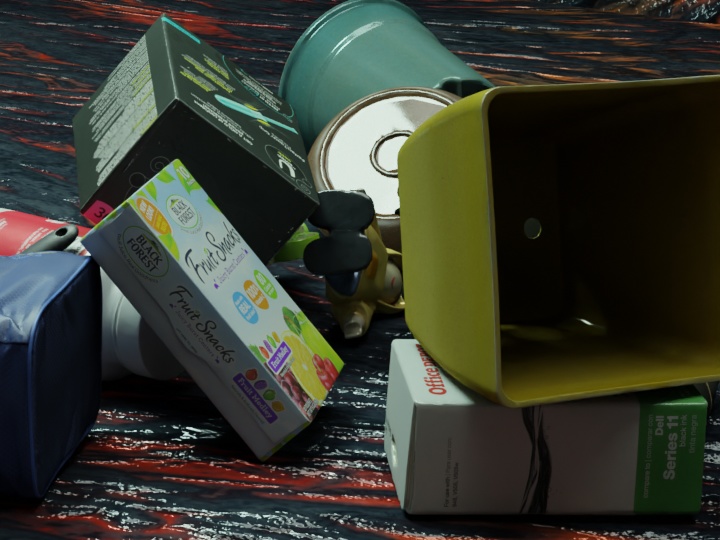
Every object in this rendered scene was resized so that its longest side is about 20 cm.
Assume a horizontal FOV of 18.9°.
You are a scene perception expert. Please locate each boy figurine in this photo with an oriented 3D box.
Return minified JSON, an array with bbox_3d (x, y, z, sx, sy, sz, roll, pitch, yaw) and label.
[{"bbox_3d":[0.000,0.000,1.792,0.064,0.125,0.200,-1,-17,13],"label":"boy figurine"}]

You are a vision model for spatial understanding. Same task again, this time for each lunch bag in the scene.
[{"bbox_3d":[-0.260,0.067,1.449,0.132,0.136,0.200,5,17,8],"label":"lunch bag"}]

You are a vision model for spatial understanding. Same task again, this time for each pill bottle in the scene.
[{"bbox_3d":[-0.221,0.022,1.660,0.199,0.113,0.112,13,19,31],"label":"pill bottle"}]

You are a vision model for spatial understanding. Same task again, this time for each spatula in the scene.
[{"bbox_3d":[-0.289,0.029,1.602,0.200,0.021,0.057,-39,43,-2],"label":"spatula"}]

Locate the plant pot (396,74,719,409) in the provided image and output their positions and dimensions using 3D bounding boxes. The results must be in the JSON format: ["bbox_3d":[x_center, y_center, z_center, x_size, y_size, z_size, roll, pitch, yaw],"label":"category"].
[{"bbox_3d":[0.127,-0.023,1.460,0.199,0.201,0.176,-5,4,-28],"label":"plant pot"}]

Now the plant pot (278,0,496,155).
[{"bbox_3d":[0.046,-0.160,2.245,0.200,0.201,0.196,-6,26,-30],"label":"plant pot"}]

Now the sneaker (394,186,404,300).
[{"bbox_3d":[0.067,-0.045,1.745,0.084,0.200,0.077,29,46,8],"label":"sneaker"}]

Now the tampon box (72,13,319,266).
[{"bbox_3d":[-0.137,-0.090,1.757,0.150,0.126,0.200,36,16,-22],"label":"tampon box"}]

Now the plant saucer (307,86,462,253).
[{"bbox_3d":[0.038,-0.103,2.067,0.199,0.035,0.201,-7,56,10],"label":"plant saucer"}]

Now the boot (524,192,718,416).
[{"bbox_3d":[0.207,0.018,1.630,0.077,0.200,0.138,-28,5,33],"label":"boot"}]

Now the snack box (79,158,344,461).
[{"bbox_3d":[-0.102,0.025,1.546,0.053,0.200,0.142,-38,6,16],"label":"snack box"}]

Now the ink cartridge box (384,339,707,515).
[{"bbox_3d":[0.121,0.105,1.476,0.199,0.083,0.147,0,15,-6],"label":"ink cartridge box"}]

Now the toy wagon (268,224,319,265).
[{"bbox_3d":[-0.107,-0.017,1.892,0.199,0.040,0.155,-7,10,33],"label":"toy wagon"}]
